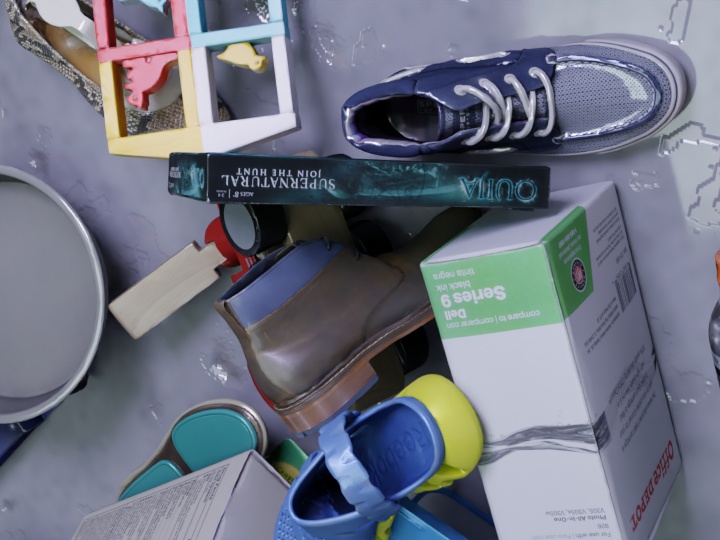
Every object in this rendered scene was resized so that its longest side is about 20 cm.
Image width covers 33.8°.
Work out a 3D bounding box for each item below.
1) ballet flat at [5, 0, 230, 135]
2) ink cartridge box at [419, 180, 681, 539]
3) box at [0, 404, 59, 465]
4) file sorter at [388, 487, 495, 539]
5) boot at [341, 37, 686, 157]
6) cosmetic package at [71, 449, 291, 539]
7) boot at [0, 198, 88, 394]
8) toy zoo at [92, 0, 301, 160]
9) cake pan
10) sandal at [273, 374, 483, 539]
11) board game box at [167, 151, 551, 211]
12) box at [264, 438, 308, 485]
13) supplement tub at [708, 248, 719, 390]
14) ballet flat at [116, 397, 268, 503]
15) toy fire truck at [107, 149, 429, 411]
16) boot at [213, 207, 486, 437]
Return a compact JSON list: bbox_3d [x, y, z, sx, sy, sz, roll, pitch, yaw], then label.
[{"bbox_3d":[-0.182,-0.153,0.850,0.200,0.075,0.068,35,75,15],"label":"ballet flat"},{"bbox_3d":[0.123,0.063,0.725,0.084,0.146,0.201,-10,102,29],"label":"ink cartridge box"},{"bbox_3d":[-0.361,0.127,1.071,0.121,0.032,0.200,50,121,5],"label":"box"},{"bbox_3d":[0.061,0.242,0.834,0.138,0.123,0.201,32,119,15],"label":"file sorter"},{"bbox_3d":[0.091,-0.096,0.721,0.199,0.090,0.073,-2,106,28],"label":"boot"},{"bbox_3d":[-0.136,0.220,0.878,0.199,0.104,0.087,-25,118,37],"label":"cosmetic package"},{"bbox_3d":[-0.290,0.004,0.973,0.199,0.070,0.132,34,111,6],"label":"boot"},{"bbox_3d":[-0.112,-0.154,0.792,0.130,0.020,0.202,-7,88,7],"label":"toy zoo"},{"bbox_3d":[-0.281,0.017,0.927,0.199,0.037,0.202,2,95,17],"label":"cake pan"},{"bbox_3d":[-0.012,0.132,0.717,0.080,0.087,0.200,57,138,23],"label":"sandal"},{"bbox_3d":[-0.006,-0.053,0.704,0.199,0.135,0.028,1,95,-18],"label":"board game box"},{"bbox_3d":[-0.064,0.227,0.934,0.117,0.048,0.200,46,124,14],"label":"box"},{"bbox_3d":[0.269,0.077,0.668,0.122,0.122,0.201,-10,103,30],"label":"supplement tub"},{"bbox_3d":[-0.124,0.143,0.928,0.200,0.069,0.070,-36,89,39],"label":"ballet flat"},{"bbox_3d":[-0.076,0.028,0.849,0.200,0.128,0.177,-19,94,56],"label":"toy fire truck"},{"bbox_3d":[0.000,0.000,0.738,0.097,0.200,0.075,52,151,-16],"label":"boot"}]
